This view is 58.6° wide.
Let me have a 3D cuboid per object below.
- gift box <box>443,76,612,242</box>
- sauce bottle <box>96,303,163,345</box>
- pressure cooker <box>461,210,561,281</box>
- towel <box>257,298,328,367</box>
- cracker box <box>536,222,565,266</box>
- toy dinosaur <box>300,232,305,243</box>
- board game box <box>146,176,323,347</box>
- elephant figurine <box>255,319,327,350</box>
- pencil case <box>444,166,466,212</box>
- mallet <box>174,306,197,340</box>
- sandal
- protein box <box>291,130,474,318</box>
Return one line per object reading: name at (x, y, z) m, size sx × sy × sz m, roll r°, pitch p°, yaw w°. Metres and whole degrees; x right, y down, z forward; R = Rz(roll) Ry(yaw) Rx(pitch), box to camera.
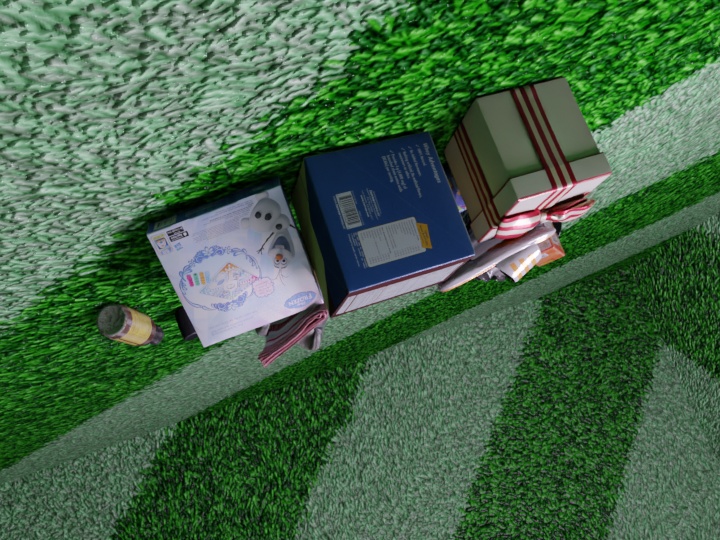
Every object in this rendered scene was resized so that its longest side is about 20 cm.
gift box at (0.250, -0.150, 0.980) m, size 0.181 × 0.190 × 0.200 m, roll -17°, pitch 165°, yaw -10°
sauce bottle at (-0.431, 0.110, 1.223) m, size 0.063 × 0.066 × 0.200 m, roll -20°, pitch 166°, yaw -2°
pressure cooker at (0.286, -0.078, 1.309) m, size 0.173 × 0.182 × 0.200 m, roll -15°, pitch 165°, yaw -30°
towel at (-0.101, 0.061, 1.067) m, size 0.143 × 0.023 × 0.201 m, roll -39°, pitch -161°, yaw 18°
cracker box at (0.289, -0.115, 1.133) m, size 0.057 × 0.204 × 0.133 m, roll -24°, pitch 165°, yaw 22°
toy dinosaur at (-0.172, -0.005, 1.130) m, size 0.197 × 0.107 × 0.181 m, roll -25°, pitch -175°, yaw -23°
board game box at (-0.176, -0.009, 0.937) m, size 0.196 × 0.202 × 0.044 m, roll -19°, pitch -151°, yaw -2°
elephant figurine at (-0.119, 0.099, 1.361) m, size 0.196 × 0.145 × 0.154 m, roll 1°, pitch 174°, yaw 26°
pencil case at (0.145, -0.124, 1.141) m, size 0.086 × 0.079 × 0.199 m, roll 28°, pitch 138°, yaw -31°
mallet at (-0.297, 0.060, 1.303) m, size 0.199 × 0.066 × 0.041 m, roll -40°, pitch 162°, yaw 13°
sandal at (0.221, -0.004, 1.021) m, size 0.204 × 0.060 × 0.079 m, roll -29°, pitch -172°, yaw 6°
protein box at (0.027, -0.067, 0.939) m, size 0.196 × 0.202 × 0.135 m, roll -15°, pitch 167°, yaw -19°
